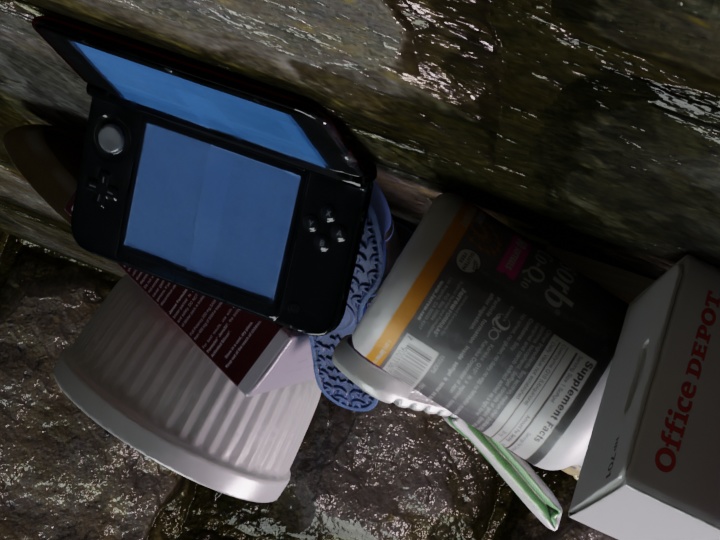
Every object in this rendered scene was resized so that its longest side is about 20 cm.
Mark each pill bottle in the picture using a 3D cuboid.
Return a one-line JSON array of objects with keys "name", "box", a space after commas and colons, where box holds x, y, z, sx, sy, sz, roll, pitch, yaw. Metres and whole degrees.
[{"name": "pill bottle", "box": [0.104, 0.050, 1.207, 0.199, 0.117, 0.116, 32, 174, 0]}]

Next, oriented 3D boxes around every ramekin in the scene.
[{"name": "ramekin", "box": [-0.123, 0.080, 1.511, 0.199, 0.105, 0.200, 31, -174, -4]}]

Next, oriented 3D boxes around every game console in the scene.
[{"name": "game console", "box": [-0.104, -0.054, 1.203, 0.199, 0.173, 0.119, 20, -160, 19]}]

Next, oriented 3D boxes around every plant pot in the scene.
[{"name": "plant pot", "box": [-0.208, -0.058, 1.634, 0.200, 0.028, 0.200, 41, -171, -8]}]

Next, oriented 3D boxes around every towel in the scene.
[{"name": "towel", "box": [0.069, 0.099, 1.454, 0.153, 0.023, 0.200, 48, 179, -34]}]

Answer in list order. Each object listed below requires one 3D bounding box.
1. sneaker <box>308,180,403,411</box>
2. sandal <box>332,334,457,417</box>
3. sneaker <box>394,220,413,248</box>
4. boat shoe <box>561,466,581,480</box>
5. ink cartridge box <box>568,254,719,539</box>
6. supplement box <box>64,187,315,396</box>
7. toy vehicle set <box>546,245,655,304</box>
[{"name": "sneaker", "box": [0.000, 0.000, 1.330, 0.070, 0.078, 0.201, 15, 134, 16]}, {"name": "sandal", "box": [0.060, 0.059, 1.306, 0.082, 0.050, 0.202, 38, -162, 26]}, {"name": "sneaker", "box": [0.056, 0.016, 1.441, 0.199, 0.076, 0.078, 22, 177, 15]}, {"name": "boat shoe", "box": [0.152, 0.120, 1.497, 0.200, 0.074, 0.063, 37, 141, -28]}, {"name": "ink cartridge box", "box": [0.236, 0.104, 1.116, 0.199, 0.147, 0.086, 24, 154, -7]}, {"name": "supplement box", "box": [-0.107, -0.004, 1.425, 0.200, 0.061, 0.109, 43, -159, 17]}, {"name": "toy vehicle set", "box": [0.221, 0.040, 1.274, 0.199, 0.027, 0.124, 19, 174, 23]}]
